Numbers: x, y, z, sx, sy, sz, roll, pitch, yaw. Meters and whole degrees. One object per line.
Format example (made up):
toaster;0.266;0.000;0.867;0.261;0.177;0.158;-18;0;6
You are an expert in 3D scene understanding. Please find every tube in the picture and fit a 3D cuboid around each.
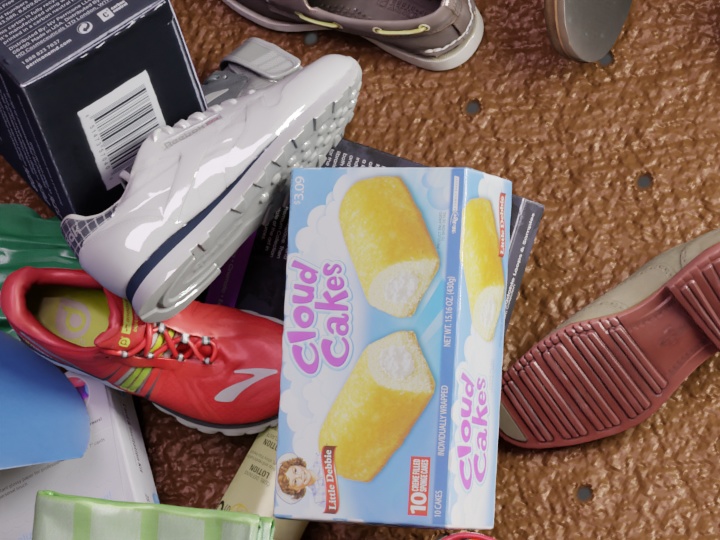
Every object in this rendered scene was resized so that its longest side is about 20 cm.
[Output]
tube;-0.067;0.162;1.679;0.052;0.058;0.201;30;83;-9

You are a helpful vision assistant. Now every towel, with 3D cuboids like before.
towel;-0.127;0.231;1.605;0.148;0.031;0.202;4;88;14

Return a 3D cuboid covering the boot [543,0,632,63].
boot;0.124;-0.212;1.775;0.075;0.074;0.201;-15;58;32

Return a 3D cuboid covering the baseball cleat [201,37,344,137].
baseball cleat;-0.105;-0.093;1.798;0.198;0.070;0.107;2;62;9

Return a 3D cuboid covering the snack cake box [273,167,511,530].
snack cake box;0.018;0.044;1.615;0.114;0.067;0.202;1;85;27

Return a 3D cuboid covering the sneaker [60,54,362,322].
sneaker;-0.081;-0.064;1.642;0.080;0.077;0.200;41;72;19

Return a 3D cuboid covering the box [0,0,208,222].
box;-0.186;-0.134;1.711;0.104;0.148;0.200;-33;50;-14

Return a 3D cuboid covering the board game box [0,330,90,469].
board game box;-0.261;0.087;1.674;0.158;0.199;0.039;43;125;38

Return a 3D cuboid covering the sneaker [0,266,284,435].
sneaker;-0.123;0.044;1.670;0.199;0.085;0.078;13;81;16

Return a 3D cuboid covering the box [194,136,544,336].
box;0.000;0.000;1.687;0.199;0.036;0.144;20;95;30

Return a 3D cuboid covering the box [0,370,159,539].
box;-0.192;0.171;1.701;0.155;0.041;0.201;-27;56;11

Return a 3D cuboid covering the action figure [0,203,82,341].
action figure;-0.185;0.009;1.780;0.198;0.055;0.119;2;67;12

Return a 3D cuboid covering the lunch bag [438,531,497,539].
lunch bag;0.055;0.249;1.552;0.175;0.082;0.201;28;66;9

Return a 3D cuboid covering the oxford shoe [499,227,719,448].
oxford shoe;0.162;0.038;1.658;0.199;0.075;0.071;-29;105;16

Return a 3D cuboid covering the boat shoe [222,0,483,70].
boat shoe;-0.018;-0.183;1.803;0.199;0.060;0.072;22;76;25
